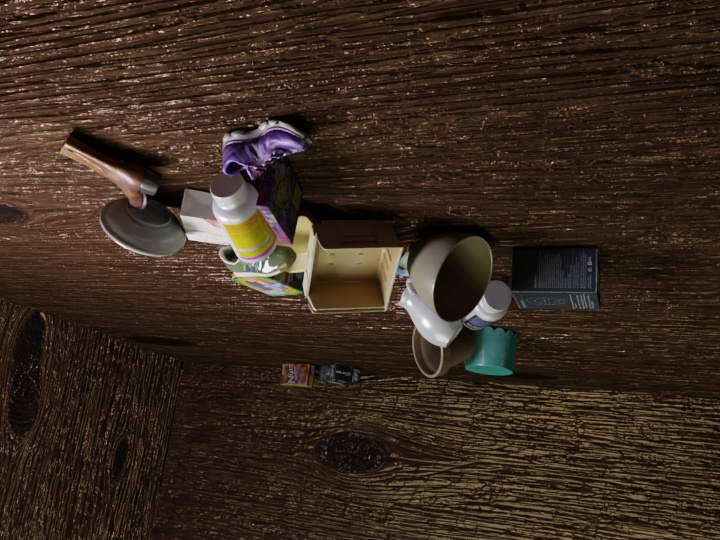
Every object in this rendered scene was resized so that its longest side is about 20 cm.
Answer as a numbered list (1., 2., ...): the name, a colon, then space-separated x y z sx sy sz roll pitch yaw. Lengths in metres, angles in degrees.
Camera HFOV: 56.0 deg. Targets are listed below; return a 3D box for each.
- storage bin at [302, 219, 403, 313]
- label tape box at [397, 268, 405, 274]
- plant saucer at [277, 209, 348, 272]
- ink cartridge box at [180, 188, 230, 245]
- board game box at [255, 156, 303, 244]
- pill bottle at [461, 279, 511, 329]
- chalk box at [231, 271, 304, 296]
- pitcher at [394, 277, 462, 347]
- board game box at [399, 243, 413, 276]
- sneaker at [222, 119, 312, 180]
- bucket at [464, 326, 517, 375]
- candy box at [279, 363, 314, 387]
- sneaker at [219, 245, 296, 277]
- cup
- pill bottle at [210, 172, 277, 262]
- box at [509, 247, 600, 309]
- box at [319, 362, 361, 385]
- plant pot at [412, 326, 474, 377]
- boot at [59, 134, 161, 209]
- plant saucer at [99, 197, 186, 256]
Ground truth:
1. storage bin: -0.023 -0.008 1.537 0.192 0.095 0.203 -2 135 -15
2. label tape box: 0.000 0.000 1.766 0.198 0.068 0.141 31 154 -30
3. plant saucer: -0.148 -0.075 1.599 0.195 0.050 0.200 -6 145 33
4. ink cartridge box: -0.350 -0.114 1.585 0.113 0.070 0.200 8 163 -5
5. board game box: -0.154 -0.142 1.321 0.031 0.124 0.201 4 162 9
6. pill bottle: 0.347 0.092 1.878 0.107 0.115 0.200 9 164 -7
7. chalk box: -0.218 -0.010 1.769 0.121 0.129 0.198 -6 157 38
8. pitcher: 0.198 0.113 1.929 0.199 0.121 0.173 42 161 15
9. board game box: 0.196 -0.014 1.750 0.193 0.027 0.200 9 163 -6
10. sneaker: -0.166 -0.204 1.191 0.195 0.086 0.080 -7 159 36
11. bucket: 0.465 0.292 2.433 0.200 0.139 0.208 8 163 2
12. candy box: -0.353 0.584 3.766 0.195 0.121 0.056 -5 160 35
13. sneaker: -0.251 -0.034 1.595 0.195 0.069 0.090 -8 144 33
14. cup: 0.188 -0.004 1.552 0.198 0.205 0.142 24 -177 -45
15. pill bottle: -0.250 -0.115 1.435 0.101 0.107 0.202 3 146 15
16. box: 0.464 0.021 1.605 0.194 0.111 0.148 -1 162 22
17. box: -0.110 0.563 3.647 0.160 0.089 0.199 16 161 -25
18. plant pot: 0.300 0.259 2.355 0.170 0.207 0.199 -5 170 -26
19. boot: -0.526 -0.199 1.399 0.196 0.070 0.187 22 170 -24
20. plant saucer: -0.484 -0.114 1.529 0.195 0.203 0.051 16 123 -26
